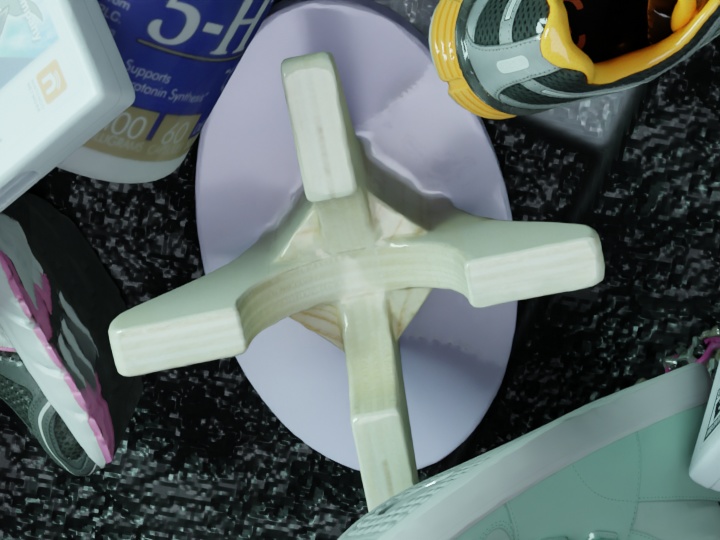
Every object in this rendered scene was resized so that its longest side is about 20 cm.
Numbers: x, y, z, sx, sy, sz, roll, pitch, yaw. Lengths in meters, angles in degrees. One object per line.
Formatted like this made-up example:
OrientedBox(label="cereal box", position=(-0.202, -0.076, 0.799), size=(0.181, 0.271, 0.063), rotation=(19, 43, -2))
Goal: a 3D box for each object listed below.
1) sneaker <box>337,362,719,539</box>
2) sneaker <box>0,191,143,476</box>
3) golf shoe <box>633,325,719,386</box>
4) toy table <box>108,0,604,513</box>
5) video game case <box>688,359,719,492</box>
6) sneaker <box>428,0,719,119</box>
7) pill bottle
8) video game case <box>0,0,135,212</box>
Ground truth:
OrientedBox(label="sneaker", position=(0.079, 0.114, 0.858), size=(0.074, 0.200, 0.119), rotation=(-27, 84, 49))
OrientedBox(label="sneaker", position=(-0.167, -0.001, 0.959), size=(0.086, 0.080, 0.200), rotation=(-30, 98, 22))
OrientedBox(label="golf shoe", position=(0.106, 0.112, 0.985), size=(0.200, 0.073, 0.092), rotation=(-35, 106, 11))
OrientedBox(label="toy table", position=(0.000, 0.000, 0.927), size=(0.183, 0.117, 0.201), rotation=(-22, 106, 7))
OrientedBox(label="video game case", position=(0.176, -0.039, 0.826), size=(0.022, 0.183, 0.200), rotation=(22, 149, -2))
OrientedBox(label="sneaker", position=(0.123, -0.115, 0.887), size=(0.200, 0.077, 0.078), rotation=(-35, 104, -16))
OrientedBox(label="pill bottle", position=(-0.073, -0.144, 0.870), size=(0.119, 0.120, 0.200), rotation=(28, 112, -8))
OrientedBox(label="video game case", position=(-0.179, -0.098, 0.861), size=(0.182, 0.023, 0.201), rotation=(-35, 68, 31))
